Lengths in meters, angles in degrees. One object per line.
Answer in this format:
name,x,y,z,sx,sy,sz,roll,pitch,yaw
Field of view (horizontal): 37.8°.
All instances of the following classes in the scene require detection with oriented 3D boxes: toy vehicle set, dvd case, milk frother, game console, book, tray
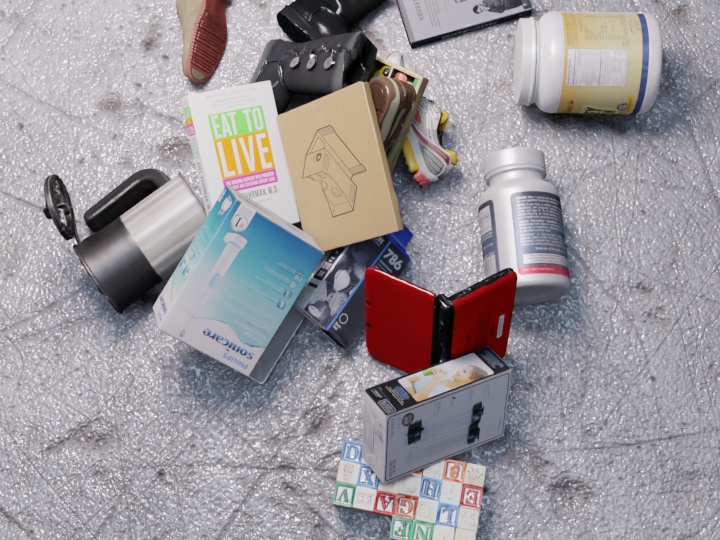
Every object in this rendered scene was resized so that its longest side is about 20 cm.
toy vehicle set,0.007,-0.206,1.521,0.123,0.026,0.203,26,102,21
dvd case,0.151,-0.441,1.634,0.196,0.025,0.153,-16,75,-2
milk frother,-0.320,-0.077,1.463,0.187,0.200,0.181,-36,73,-8
game console,0.106,0.060,1.420,0.170,0.202,0.119,-25,55,-17
book,-0.169,-0.152,1.471,0.132,0.048,0.204,-17,96,-34
tray,-0.130,0.053,1.513,0.106,0.022,0.202,30,78,10

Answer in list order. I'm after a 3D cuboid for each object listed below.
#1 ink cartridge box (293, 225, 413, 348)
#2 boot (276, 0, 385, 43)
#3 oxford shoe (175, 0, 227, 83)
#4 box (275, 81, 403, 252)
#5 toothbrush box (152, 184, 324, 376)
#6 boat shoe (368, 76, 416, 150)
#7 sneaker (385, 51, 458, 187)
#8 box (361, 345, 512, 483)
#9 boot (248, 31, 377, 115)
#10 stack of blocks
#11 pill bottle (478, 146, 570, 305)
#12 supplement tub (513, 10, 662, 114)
ink cartridge box,0.000,0.000,1.488,0.099,0.039,0.202,41,77,-29
boot,-0.015,-0.382,1.604,0.198,0.074,0.162,44,75,10
oxford shoe,-0.250,-0.384,1.621,0.074,0.070,0.204,2,75,30
box,-0.031,-0.135,1.434,0.161,0.021,0.204,-14,90,37
toothbrush box,-0.165,0.015,1.410,0.145,0.085,0.202,29,97,-23
boat shoe,0.017,-0.180,1.464,0.074,0.203,0.075,-10,59,-40
sneaker,0.087,-0.228,1.549,0.081,0.078,0.203,-21,83,11
box,0.101,0.188,1.384,0.197,0.119,0.060,-17,36,-25
boot,-0.077,-0.258,1.513,0.198,0.065,0.168,10,83,41
stack of blocks,0.064,0.306,1.419,0.196,0.059,0.117,10,75,5
pill bottle,0.227,-0.063,1.481,0.117,0.120,0.204,-4,75,1
supplement tub,0.325,-0.301,1.529,0.196,0.145,0.147,1,75,3
